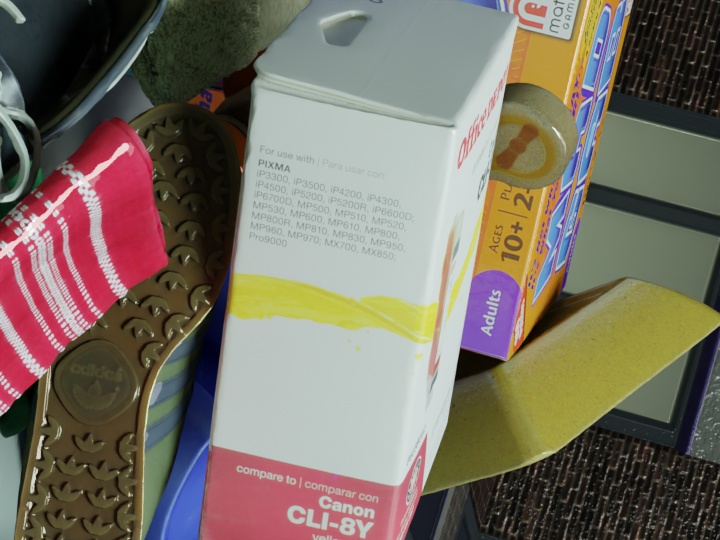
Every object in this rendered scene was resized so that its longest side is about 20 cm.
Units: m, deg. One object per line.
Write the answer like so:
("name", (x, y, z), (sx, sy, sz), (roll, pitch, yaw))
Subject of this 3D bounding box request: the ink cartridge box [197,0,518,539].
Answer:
("ink cartridge box", (0.000, 0.000, 0.882), (0.145, 0.083, 0.201), (-61, 161, -63))

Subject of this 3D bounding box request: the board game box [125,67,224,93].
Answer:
("board game box", (-0.070, -0.185, 1.000), (0.153, 0.040, 0.202), (-6, 111, -78))

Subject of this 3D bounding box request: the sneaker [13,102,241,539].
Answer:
("sneaker", (-0.097, 0.033, 0.870), (0.090, 0.067, 0.202), (177, -73, -84))

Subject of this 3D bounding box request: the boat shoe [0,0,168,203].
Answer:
("boat shoe", (-0.130, -0.058, 0.714), (0.200, 0.061, 0.075), (-41, 114, -51))

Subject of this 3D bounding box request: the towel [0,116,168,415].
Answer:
("towel", (-0.141, 0.040, 0.735), (0.200, 0.022, 0.145), (-46, 171, -14))

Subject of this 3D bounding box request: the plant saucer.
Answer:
("plant saucer", (0.072, 0.065, 1.204), (0.200, 0.199, 0.049), (-30, 97, -47))

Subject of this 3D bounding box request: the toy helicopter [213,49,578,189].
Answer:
("toy helicopter", (0.014, -0.040, 0.986), (0.079, 0.199, 0.133), (-53, 124, -42))

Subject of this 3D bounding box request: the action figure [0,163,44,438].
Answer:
("action figure", (-0.146, 0.010, 0.849), (0.200, 0.054, 0.119), (82, 24, -63))

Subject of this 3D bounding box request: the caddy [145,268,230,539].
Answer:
("caddy", (-0.095, 0.073, 1.058), (0.141, 0.105, 0.201), (-42, 159, -33))

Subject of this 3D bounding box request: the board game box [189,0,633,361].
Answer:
("board game box", (0.025, -0.091, 1.179), (0.200, 0.198, 0.201), (-39, 142, -72))

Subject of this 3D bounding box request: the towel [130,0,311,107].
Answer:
("towel", (-0.053, -0.179, 0.911), (0.148, 0.036, 0.201), (-33, 129, -41))
